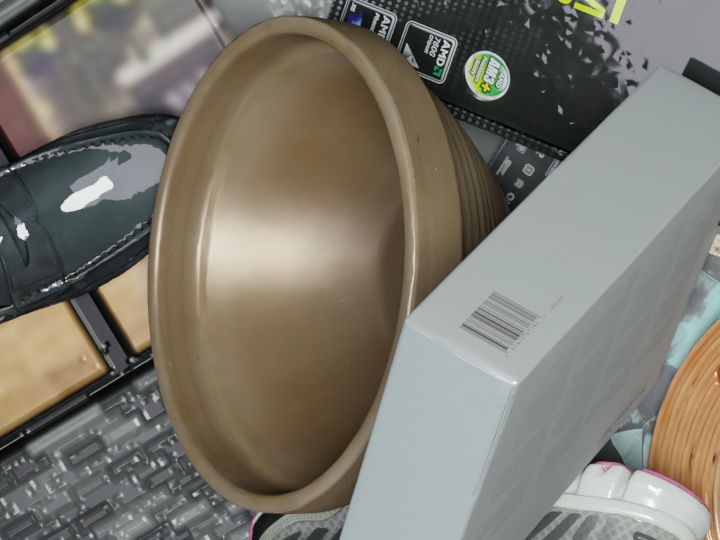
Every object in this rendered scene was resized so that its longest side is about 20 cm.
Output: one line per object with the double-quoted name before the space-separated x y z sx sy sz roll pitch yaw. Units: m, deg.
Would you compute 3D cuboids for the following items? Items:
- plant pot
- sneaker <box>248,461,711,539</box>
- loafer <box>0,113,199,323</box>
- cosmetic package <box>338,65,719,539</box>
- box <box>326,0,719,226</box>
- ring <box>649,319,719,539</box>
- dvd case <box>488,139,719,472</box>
"plant pot" 0.000 0.000 1.097 0.201 0.093 0.201 -10 78 56
"sneaker" 0.042 0.128 1.107 0.199 0.074 0.088 0 57 20
"loafer" -0.158 -0.008 1.186 0.200 0.070 0.068 -26 92 16
"cosmetic package" 0.069 0.033 1.016 0.052 0.200 0.151 29 133 17
"box" 0.103 -0.144 1.093 0.193 0.047 0.200 25 104 18
"ring" 0.205 0.099 1.083 0.200 0.019 0.201 5 97 38
"dvd case" 0.124 0.031 1.150 0.200 0.022 0.146 34 106 7
